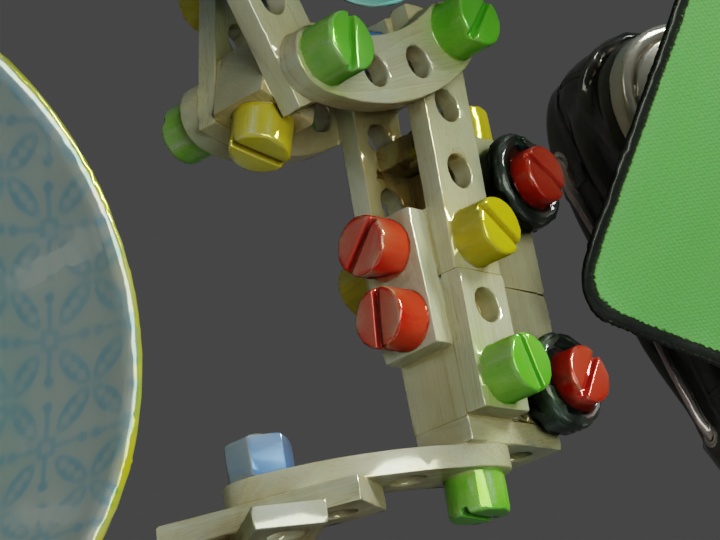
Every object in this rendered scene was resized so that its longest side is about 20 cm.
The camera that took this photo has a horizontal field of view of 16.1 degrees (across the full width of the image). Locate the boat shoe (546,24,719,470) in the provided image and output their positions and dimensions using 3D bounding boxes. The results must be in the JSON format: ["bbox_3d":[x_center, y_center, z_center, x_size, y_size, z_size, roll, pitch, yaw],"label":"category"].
[{"bbox_3d":[0.121,0.018,0.795,0.067,0.057,0.201,-28,92,-31],"label":"boat shoe"}]

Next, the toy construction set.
[{"bbox_3d":[0.000,0.000,0.718,0.131,0.092,0.201,10,77,-47],"label":"toy construction set"}]

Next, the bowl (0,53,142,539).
[{"bbox_3d":[-0.164,0.029,0.627,0.199,0.108,0.201,7,71,-22],"label":"bowl"}]

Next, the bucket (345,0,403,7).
[{"bbox_3d":[0.007,-0.183,0.716,0.206,0.207,0.136,8,61,-22],"label":"bucket"}]

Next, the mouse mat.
[{"bbox_3d":[0.170,-0.033,0.766,0.199,0.008,0.162,21,89,-23],"label":"mouse mat"}]
